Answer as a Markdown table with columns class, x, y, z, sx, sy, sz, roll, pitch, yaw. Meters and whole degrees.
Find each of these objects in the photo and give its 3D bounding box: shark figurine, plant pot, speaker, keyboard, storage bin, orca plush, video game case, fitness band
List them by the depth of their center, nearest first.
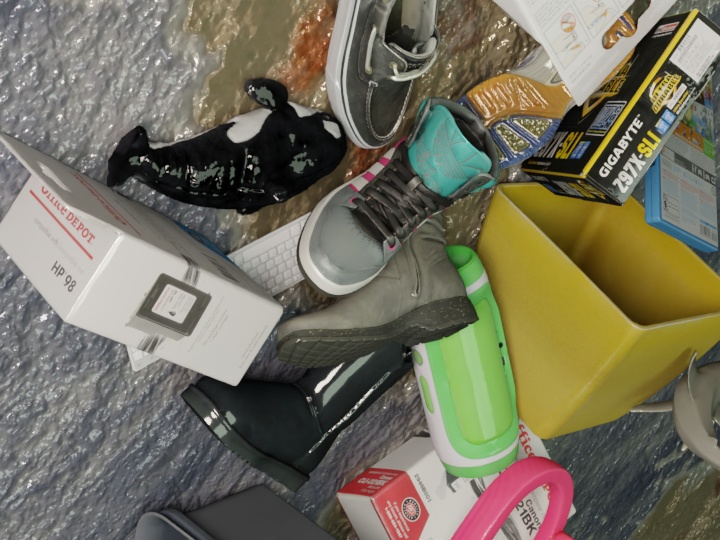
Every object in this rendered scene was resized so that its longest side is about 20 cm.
| class | x | y | z | sx | sy | sz | roll | pitch | yaw |
| --- | --- | --- | --- | --- | --- | --- | --- | --- | --- |
| orca plush | -0.076 | -0.079 | 0.866 | 0.199 | 0.071 | 0.106 | 6 | 113 | -48 |
| keyboard | -0.100 | 0.011 | 0.956 | 0.199 | 0.011 | 0.057 | -30 | 135 | -29 |
| storage bin | -0.082 | 0.282 | 1.036 | 0.134 | 0.199 | 0.147 | -18 | 130 | -49 |
| speaker | 0.090 | 0.084 | 1.107 | 0.088 | 0.088 | 0.203 | -27 | 114 | -30 |
| shark figurine | 0.321 | 0.123 | 1.117 | 0.126 | 0.215 | 0.091 | -2 | 114 | 4 |
| fitness band | 0.134 | 0.268 | 1.140 | 0.201 | 0.037 | 0.143 | -55 | 134 | -6 |
| plant pot | 0.212 | 0.046 | 1.174 | 0.198 | 0.200 | 0.178 | -5 | 133 | -44 |
| video game case | 0.313 | -0.130 | 1.193 | 0.142 | 0.018 | 0.203 | 17 | 71 | -50 |

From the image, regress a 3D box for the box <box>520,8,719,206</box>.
| class | x | y | z | sx | sy | sz | roll | pitch | yaw |
| --- | --- | --- | --- | --- | --- | --- | --- | --- | --- |
| box | 0.222 | -0.138 | 1.051 | 0.049 | 0.200 | 0.161 | 32 | 92 | -10 |

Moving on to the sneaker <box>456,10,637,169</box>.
| class | x | y | z | sx | sy | sz | roll | pitch | yaw |
| --- | --- | --- | --- | --- | --- | --- | --- | --- | --- |
| sneaker | 0.151 | -0.149 | 1.051 | 0.199 | 0.076 | 0.088 | -34 | -178 | 4 |

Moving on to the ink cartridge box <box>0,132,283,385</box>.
| class | x | y | z | sx | sy | sz | roll | pitch | yaw |
| --- | --- | --- | --- | --- | --- | --- | --- | --- | --- |
| ink cartridge box | -0.158 | -0.004 | 0.799 | 0.199 | 0.116 | 0.067 | 29 | 97 | -48 |

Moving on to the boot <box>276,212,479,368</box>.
| class | x | y | z | sx | sy | sz | roll | pitch | yaw |
| --- | --- | --- | --- | --- | --- | --- | --- | --- | --- |
| boot | 0.000 | 0.000 | 0.980 | 0.198 | 0.132 | 0.068 | -9 | 164 | -38 |

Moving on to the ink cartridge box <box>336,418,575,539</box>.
| class | x | y | z | sx | sy | sz | roll | pitch | yaw |
| --- | --- | --- | --- | --- | --- | --- | --- | --- | --- |
| ink cartridge box | 0.098 | 0.231 | 1.213 | 0.199 | 0.083 | 0.146 | -32 | 98 | -28 |

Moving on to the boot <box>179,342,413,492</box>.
| class | x | y | z | sx | sy | sz | roll | pitch | yaw |
| --- | --- | --- | --- | --- | --- | --- | --- | --- | --- |
| boot | -0.045 | 0.087 | 1.013 | 0.168 | 0.076 | 0.200 | -48 | 147 | -4 |

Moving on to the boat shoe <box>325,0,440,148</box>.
| class | x | y | z | sx | sy | sz | roll | pitch | yaw |
| --- | --- | --- | --- | --- | --- | --- | --- | --- | --- |
| boat shoe | 0.022 | -0.171 | 0.901 | 0.072 | 0.071 | 0.202 | -27 | 137 | -31 |

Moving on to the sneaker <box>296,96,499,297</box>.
| class | x | y | z | sx | sy | sz | roll | pitch | yaw |
| --- | --- | --- | --- | --- | --- | --- | --- | --- | --- |
| sneaker | 0.040 | -0.064 | 0.923 | 0.200 | 0.084 | 0.121 | -47 | -176 | -41 |

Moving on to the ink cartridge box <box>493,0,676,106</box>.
| class | x | y | z | sx | sy | sz | roll | pitch | yaw |
| --- | --- | --- | --- | --- | --- | --- | --- | --- | --- |
| ink cartridge box | 0.165 | -0.260 | 0.964 | 0.163 | 0.057 | 0.201 | -46 | 127 | -12 |
